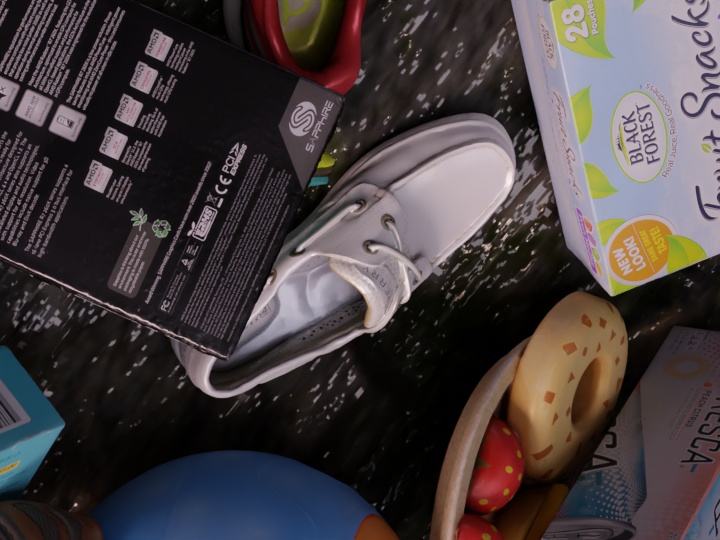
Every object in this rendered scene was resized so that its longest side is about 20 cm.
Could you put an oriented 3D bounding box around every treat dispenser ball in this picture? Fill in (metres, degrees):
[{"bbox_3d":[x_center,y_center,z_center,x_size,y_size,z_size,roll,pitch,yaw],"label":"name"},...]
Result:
[{"bbox_3d":[-0.062,0.189,0.861,0.200,0.201,0.201,-8,117,-15],"label":"treat dispenser ball"}]

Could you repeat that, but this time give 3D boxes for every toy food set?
[{"bbox_3d":[0.098,0.127,0.919,0.200,0.049,0.198,-59,142,-36],"label":"toy food set"}]

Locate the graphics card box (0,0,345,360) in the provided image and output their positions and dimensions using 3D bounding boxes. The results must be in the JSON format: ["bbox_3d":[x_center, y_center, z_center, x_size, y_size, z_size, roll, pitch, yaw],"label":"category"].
[{"bbox_3d":[-0.120,-0.057,0.748,0.200,0.051,0.126,23,84,-2],"label":"graphics card box"}]

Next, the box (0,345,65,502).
[{"bbox_3d":[-0.212,0.122,0.796,0.082,0.049,0.200,-22,155,-47],"label":"box"}]

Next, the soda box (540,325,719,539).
[{"bbox_3d":[0.163,0.108,0.909,0.068,0.200,0.064,7,123,28],"label":"soda box"}]

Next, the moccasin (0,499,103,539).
[{"bbox_3d":[-0.189,0.183,0.801,0.202,0.074,0.078,-55,152,13],"label":"moccasin"}]

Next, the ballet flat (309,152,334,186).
[{"bbox_3d":[-0.109,-0.064,0.806,0.200,0.067,0.067,-5,95,-14],"label":"ballet flat"}]

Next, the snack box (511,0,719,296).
[{"bbox_3d":[0.188,-0.102,0.882,0.200,0.068,0.169,-21,121,-6],"label":"snack box"}]

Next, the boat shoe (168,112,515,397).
[{"bbox_3d":[0.000,0.000,0.866,0.200,0.069,0.071,-36,119,0],"label":"boat shoe"}]

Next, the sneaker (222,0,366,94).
[{"bbox_3d":[-0.019,-0.167,0.769,0.077,0.085,0.200,-11,119,-15],"label":"sneaker"}]
